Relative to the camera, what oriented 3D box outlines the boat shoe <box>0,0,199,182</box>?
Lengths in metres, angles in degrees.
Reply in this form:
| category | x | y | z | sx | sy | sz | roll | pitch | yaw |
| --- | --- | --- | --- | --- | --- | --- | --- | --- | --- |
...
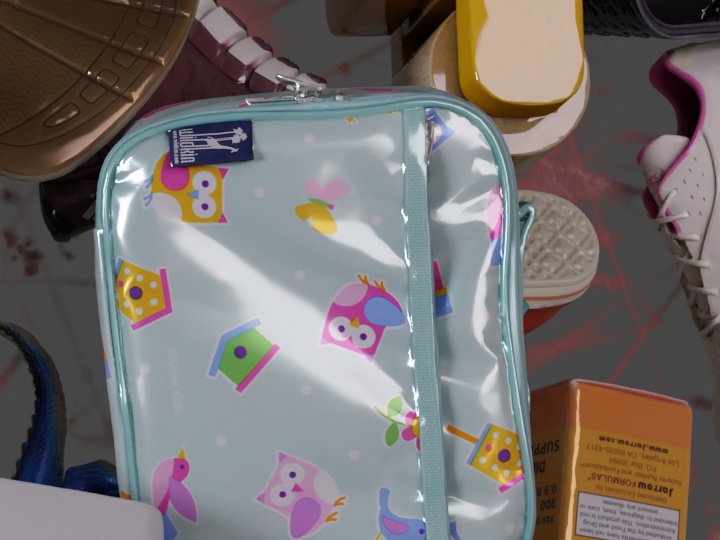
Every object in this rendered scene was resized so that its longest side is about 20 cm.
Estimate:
| category | x | y | z | sx | sy | sz | roll | pitch | yaw |
| --- | --- | --- | --- | --- | --- | --- | --- | --- | --- |
| boat shoe | -0.096 | -0.110 | 0.995 | 0.072 | 0.065 | 0.200 | 22 | 63 | -1 |

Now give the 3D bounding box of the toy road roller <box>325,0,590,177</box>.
| category | x | y | z | sx | sy | sz | roll | pitch | yaw |
| --- | --- | --- | --- | --- | --- | --- | --- | --- | --- |
| toy road roller | 0.011 | -0.136 | 1.088 | 0.146 | 0.123 | 0.200 | -1 | 78 | -14 |

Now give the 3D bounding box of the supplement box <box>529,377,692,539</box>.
| category | x | y | z | sx | sy | sz | roll | pitch | yaw |
| --- | --- | --- | --- | --- | --- | --- | --- | --- | --- |
| supplement box | 0.094 | 0.152 | 1.096 | 0.069 | 0.067 | 0.200 | 11 | 73 | -26 |

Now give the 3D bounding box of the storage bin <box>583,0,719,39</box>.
| category | x | y | z | sx | sy | sz | roll | pitch | yaw |
| --- | --- | --- | --- | --- | --- | --- | --- | --- | --- |
| storage bin | 0.149 | -0.207 | 1.158 | 0.135 | 0.094 | 0.200 | -6 | 100 | -31 |

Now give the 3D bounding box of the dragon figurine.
| category | x | y | z | sx | sy | sz | roll | pitch | yaw |
| --- | --- | --- | --- | --- | --- | --- | --- | --- | --- |
| dragon figurine | -0.132 | 0.119 | 0.983 | 0.099 | 0.059 | 0.200 | -17 | 89 | -31 |

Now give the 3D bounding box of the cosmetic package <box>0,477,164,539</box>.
| category | x | y | z | sx | sy | sz | roll | pitch | yaw |
| --- | --- | --- | --- | --- | --- | --- | --- | --- | --- |
| cosmetic package | -0.156 | 0.178 | 0.819 | 0.165 | 0.200 | 0.165 | 11 | 113 | -10 |

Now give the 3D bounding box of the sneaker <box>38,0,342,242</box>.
| category | x | y | z | sx | sy | sz | roll | pitch | yaw |
| --- | --- | --- | --- | --- | --- | --- | --- | --- | --- |
| sneaker | -0.063 | -0.035 | 1.023 | 0.200 | 0.076 | 0.116 | 39 | 70 | 26 |

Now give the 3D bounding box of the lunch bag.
| category | x | y | z | sx | sy | sz | roll | pitch | yaw |
| --- | --- | --- | --- | --- | --- | --- | --- | --- | --- |
| lunch bag | -0.012 | 0.026 | 0.941 | 0.160 | 0.077 | 0.200 | -4 | 96 | 0 |

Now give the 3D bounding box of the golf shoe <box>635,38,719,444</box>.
| category | x | y | z | sx | sy | sz | roll | pitch | yaw |
| --- | --- | --- | --- | --- | --- | --- | --- | --- | --- |
| golf shoe | 0.166 | -0.014 | 1.178 | 0.092 | 0.075 | 0.200 | 10 | 71 | -11 |

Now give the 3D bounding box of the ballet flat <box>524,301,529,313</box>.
| category | x | y | z | sx | sy | sz | roll | pitch | yaw |
| --- | --- | --- | --- | --- | --- | --- | --- | --- | --- |
| ballet flat | -0.019 | 0.066 | 1.027 | 0.067 | 0.067 | 0.200 | 41 | 89 | 1 |

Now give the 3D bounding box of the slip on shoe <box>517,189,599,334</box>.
| category | x | y | z | sx | sy | sz | roll | pitch | yaw |
| --- | --- | --- | --- | --- | --- | --- | --- | --- | --- |
| slip on shoe | 0.000 | 0.000 | 1.082 | 0.200 | 0.061 | 0.074 | 2 | 56 | -17 |
